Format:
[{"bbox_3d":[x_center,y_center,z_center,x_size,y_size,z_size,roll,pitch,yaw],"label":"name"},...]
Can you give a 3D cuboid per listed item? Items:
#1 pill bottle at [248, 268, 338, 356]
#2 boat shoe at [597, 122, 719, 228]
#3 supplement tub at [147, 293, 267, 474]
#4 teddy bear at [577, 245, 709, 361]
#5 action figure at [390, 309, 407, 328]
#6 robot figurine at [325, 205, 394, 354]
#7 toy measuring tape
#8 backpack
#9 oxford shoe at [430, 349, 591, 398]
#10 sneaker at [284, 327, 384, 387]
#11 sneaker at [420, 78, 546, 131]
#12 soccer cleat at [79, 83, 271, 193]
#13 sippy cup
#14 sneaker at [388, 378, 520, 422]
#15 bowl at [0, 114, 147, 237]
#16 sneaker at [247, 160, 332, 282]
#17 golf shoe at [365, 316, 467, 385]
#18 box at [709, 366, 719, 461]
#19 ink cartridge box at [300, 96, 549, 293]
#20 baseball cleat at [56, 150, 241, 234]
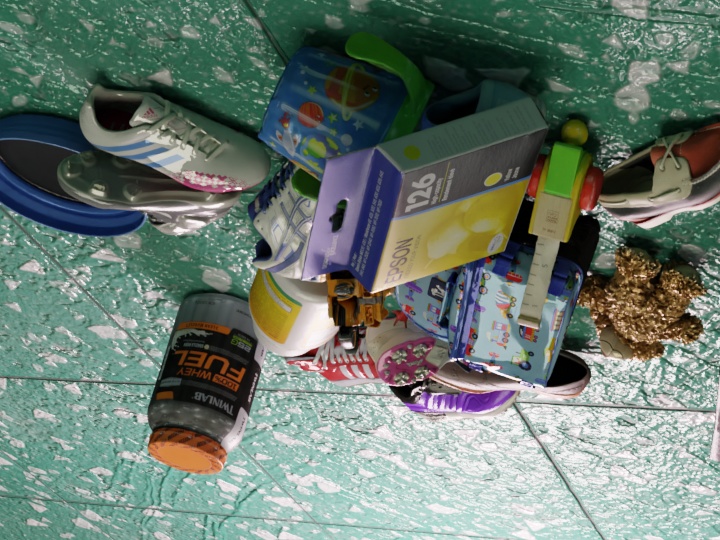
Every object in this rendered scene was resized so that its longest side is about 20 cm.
[{"bbox_3d":[-0.063,0.022,1.876,0.112,0.113,0.200,17,153,-5],"label":"pill bottle"},{"bbox_3d":[0.285,-0.092,1.535,0.062,0.071,0.200,26,155,-17],"label":"boat shoe"},{"bbox_3d":[-0.188,0.139,2.067,0.122,0.201,0.123,11,153,6],"label":"supplement tub"},{"bbox_3d":[0.293,0.041,1.785,0.144,0.067,0.200,25,151,-14],"label":"teddy bear"},{"bbox_3d":[0.108,0.022,1.840,0.199,0.065,0.099,13,144,3],"label":"action figure"},{"bbox_3d":[0.000,0.000,1.674,0.058,0.146,0.200,-3,-169,5],"label":"robot figurine"},{"bbox_3d":[0.185,-0.047,1.589,0.073,0.074,0.201,9,109,-3],"label":"toy measuring tape"},{"bbox_3d":[0.122,0.007,1.704,0.199,0.135,0.183,21,129,6],"label":"backpack"},{"bbox_3d":[0.169,0.106,1.957,0.199,0.072,0.073,4,169,0],"label":"oxford shoe"},{"bbox_3d":[-0.018,0.089,2.029,0.112,0.072,0.200,25,154,-27],"label":"sneaker"},{"bbox_3d":[0.079,-0.126,1.573,0.082,0.074,0.200,29,139,-26],"label":"sneaker"},{"bbox_3d":[-0.187,-0.133,1.686,0.199,0.070,0.086,15,154,1],"label":"soccer cleat"},{"bbox_3d":[-0.018,-0.137,1.543,0.130,0.178,0.140,26,-166,0],"label":"sippy cup"},{"bbox_3d":[0.109,0.134,2.054,0.099,0.070,0.200,34,147,-30],"label":"sneaker"},{"bbox_3d":[-0.325,-0.104,1.847,0.200,0.040,0.201,11,153,6],"label":"bowl"},{"bbox_3d":[-0.070,-0.067,1.695,0.088,0.075,0.201,6,130,0],"label":"sneaker"},{"bbox_3d":[0.099,0.068,1.909,0.199,0.092,0.076,-9,125,-21],"label":"golf shoe"},{"bbox_3d":[0.412,0.066,1.626,0.123,0.197,0.200,7,152,13],"label":"box"},{"bbox_3d":[0.055,-0.056,1.500,0.199,0.047,0.198,-20,154,-20],"label":"ink cartridge box"},{"bbox_3d":[-0.225,-0.073,1.767,0.199,0.070,0.107,5,147,-21],"label":"baseball cleat"}]
